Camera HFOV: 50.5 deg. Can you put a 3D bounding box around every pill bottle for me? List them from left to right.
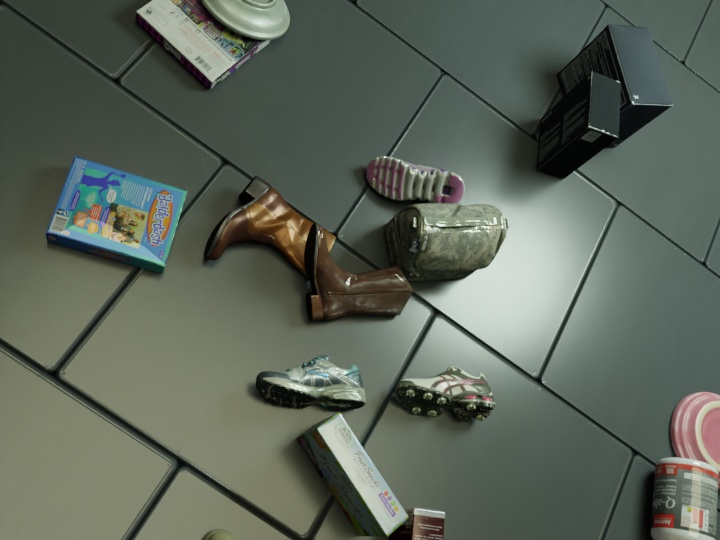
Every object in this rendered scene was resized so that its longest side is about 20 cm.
[{"bbox_3d":[0.621,0.472,1.464,0.116,0.116,0.200,20,65,-13],"label":"pill bottle"}]

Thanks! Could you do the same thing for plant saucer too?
[{"bbox_3d":[-0.225,-0.551,1.524,0.200,0.050,0.200,18,50,-23],"label":"plant saucer"},{"bbox_3d":[0.743,0.351,1.590,0.200,0.051,0.201,7,69,-19],"label":"plant saucer"}]

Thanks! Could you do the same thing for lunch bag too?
[{"bbox_3d":[0.161,-0.065,1.457,0.200,0.168,0.140,-2,72,-21],"label":"lunch bag"}]

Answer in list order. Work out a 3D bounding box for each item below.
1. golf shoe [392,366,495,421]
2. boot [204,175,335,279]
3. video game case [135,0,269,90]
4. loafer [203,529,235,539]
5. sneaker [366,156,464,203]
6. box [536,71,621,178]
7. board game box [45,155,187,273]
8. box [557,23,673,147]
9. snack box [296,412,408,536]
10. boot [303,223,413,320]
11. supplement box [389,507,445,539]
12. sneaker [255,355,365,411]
[{"bbox_3d":[0.151,0.222,1.416,0.200,0.077,0.088,14,47,-18],"label":"golf shoe"},{"bbox_3d":[-0.165,-0.045,1.404,0.200,0.068,0.188,40,59,-15],"label":"boot"},{"bbox_3d":[-0.307,-0.478,1.505,0.200,0.036,0.181,42,62,-2],"label":"video game case"},{"bbox_3d":[-0.232,0.499,1.164,0.076,0.068,0.200,14,67,-15],"label":"loafer"},{"bbox_3d":[0.111,-0.181,1.538,0.200,0.088,0.081,14,108,4],"label":"sneaker"},{"bbox_3d":[0.465,-0.307,1.638,0.079,0.200,0.141,14,68,-15],"label":"box"},{"bbox_3d":[-0.418,-0.095,1.322,0.200,0.045,0.152,17,66,-13],"label":"board game box"},{"bbox_3d":[0.567,-0.408,1.714,0.123,0.198,0.200,-4,73,-21],"label":"box"},{"bbox_3d":[-0.017,0.340,1.260,0.053,0.142,0.200,-32,84,-27],"label":"snack box"},{"bbox_3d":[0.000,0.000,1.408,0.200,0.064,0.187,-4,106,-18],"label":"boot"},{"bbox_3d":[0.087,0.501,1.260,0.061,0.109,0.200,12,67,-16],"label":"supplement box"},{"bbox_3d":[-0.088,0.192,1.336,0.200,0.078,0.086,12,55,-23],"label":"sneaker"}]
